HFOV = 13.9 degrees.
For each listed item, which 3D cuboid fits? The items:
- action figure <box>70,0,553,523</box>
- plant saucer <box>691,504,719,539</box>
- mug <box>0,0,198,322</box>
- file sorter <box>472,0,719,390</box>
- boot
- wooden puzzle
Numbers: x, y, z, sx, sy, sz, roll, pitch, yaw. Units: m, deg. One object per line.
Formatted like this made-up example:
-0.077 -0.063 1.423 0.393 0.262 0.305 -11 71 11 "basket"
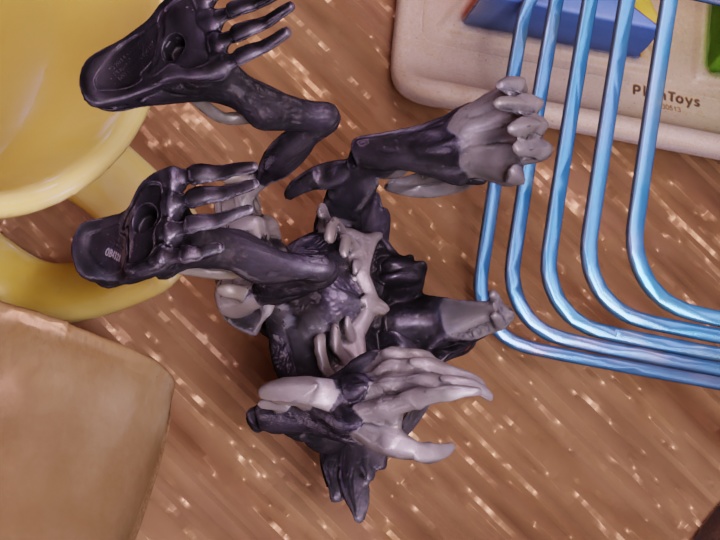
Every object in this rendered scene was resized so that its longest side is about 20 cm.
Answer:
0.000 0.000 0.842 0.102 0.200 0.119 -3 69 26 "action figure"
0.189 0.140 0.929 0.199 0.032 0.201 5 67 -12 "plant saucer"
-0.151 -0.056 0.848 0.149 0.153 0.187 -24 95 -43 "mug"
0.118 -0.036 0.872 0.122 0.200 0.139 11 84 -9 "file sorter"
-0.157 0.096 0.840 0.175 0.066 0.201 22 64 -19 "boot"
0.110 -0.134 1.014 0.185 0.046 0.201 10 66 -11 "wooden puzzle"
